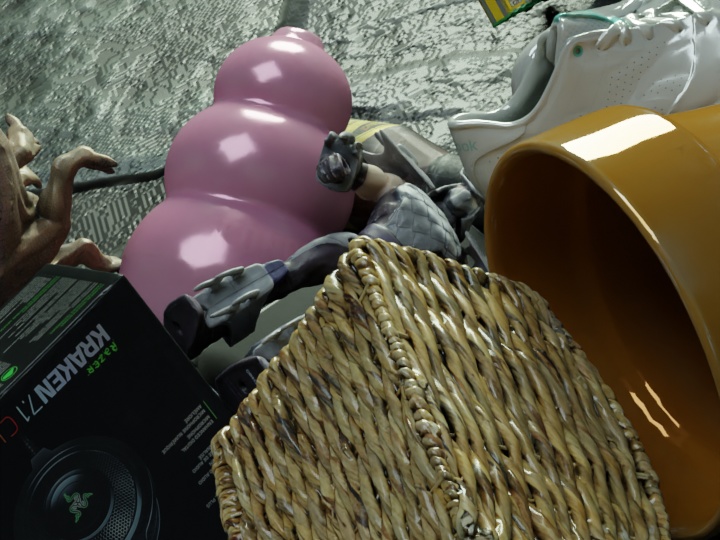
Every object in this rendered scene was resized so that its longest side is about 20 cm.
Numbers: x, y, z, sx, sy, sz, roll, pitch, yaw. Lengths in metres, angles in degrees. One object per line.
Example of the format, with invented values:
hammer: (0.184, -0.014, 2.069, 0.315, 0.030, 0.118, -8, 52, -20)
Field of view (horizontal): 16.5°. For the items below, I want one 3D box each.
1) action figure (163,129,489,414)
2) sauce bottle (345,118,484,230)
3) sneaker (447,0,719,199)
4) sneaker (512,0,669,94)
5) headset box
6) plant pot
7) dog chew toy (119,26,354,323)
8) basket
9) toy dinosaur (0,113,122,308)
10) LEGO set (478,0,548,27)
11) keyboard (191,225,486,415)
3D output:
action figure: (0.000, 0.000, 1.257, 0.199, 0.070, 0.130, -32, 71, -31)
sauce bottle: (0.005, -0.054, 1.427, 0.199, 0.066, 0.066, 10, 52, 36)
sneaker: (0.134, -0.104, 1.235, 0.200, 0.089, 0.075, -38, 24, 3)
sneaker: (0.187, -0.131, 1.394, 0.199, 0.075, 0.089, -37, 56, -8)
headset box: (-0.136, 0.129, 1.210, 0.174, 0.201, 0.093, -45, 25, -21)
plant pot: (0.187, -0.001, 1.170, 0.182, 0.201, 0.200, -25, 36, -20)
dog chew toy: (-0.058, -0.036, 1.362, 0.124, 0.124, 0.202, 7, 76, 36)
basket: (0.038, 0.111, 1.115, 0.149, 0.142, 0.201, -55, 37, 28)
toy dinosaur: (-0.195, -0.001, 1.328, 0.085, 0.201, 0.136, 31, 63, 15)
LEGO set: (0.129, -0.241, 1.444, 0.153, 0.116, 0.200, -31, 0, -35)
keyboard: (0.015, 0.044, 1.286, 0.199, 0.021, 0.127, -32, 64, -34)
